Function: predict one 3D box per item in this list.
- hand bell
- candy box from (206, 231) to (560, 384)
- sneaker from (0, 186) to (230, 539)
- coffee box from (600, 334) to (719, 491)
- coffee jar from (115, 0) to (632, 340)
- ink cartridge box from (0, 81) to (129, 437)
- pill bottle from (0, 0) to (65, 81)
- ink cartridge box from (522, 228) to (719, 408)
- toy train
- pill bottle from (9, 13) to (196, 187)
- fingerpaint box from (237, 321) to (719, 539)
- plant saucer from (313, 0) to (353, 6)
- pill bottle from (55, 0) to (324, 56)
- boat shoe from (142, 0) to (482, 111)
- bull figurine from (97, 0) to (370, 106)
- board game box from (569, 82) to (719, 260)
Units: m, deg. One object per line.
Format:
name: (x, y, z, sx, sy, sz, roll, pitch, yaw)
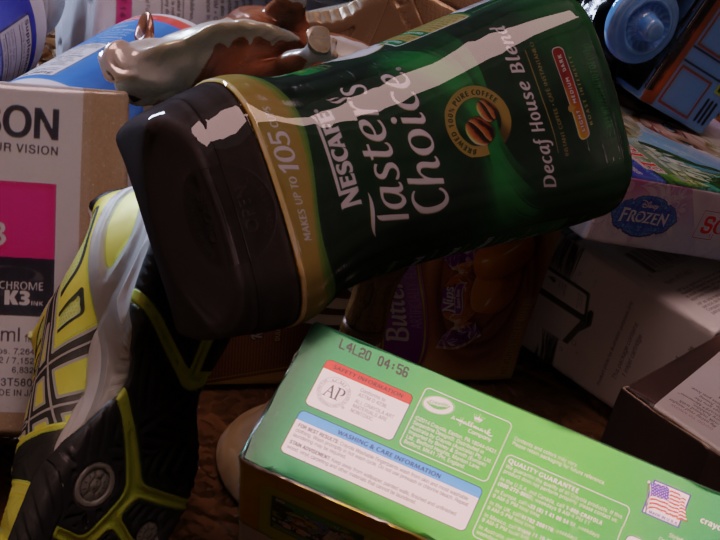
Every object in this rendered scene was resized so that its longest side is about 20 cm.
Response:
hand bell: (0.002, 0.021, 0.861, 0.104, 0.200, 0.104, 12, 32, -7)
candy box: (0.000, 0.000, 0.972, 0.200, 0.117, 0.056, 1, 33, -23)
sneaker: (-0.112, 0.057, 0.793, 0.076, 0.200, 0.075, 17, -9, 44)
coffee box: (0.199, 0.092, 0.928, 0.080, 0.113, 0.200, 36, 36, 27)
coffee jar: (0.006, -0.044, 0.743, 0.200, 0.104, 0.085, -20, 5, -23)
ink cartridge box: (-0.210, -0.006, 0.834, 0.200, 0.165, 0.075, 2, -5, -22)
pill bottle: (-0.254, -0.139, 1.070, 0.112, 0.112, 0.200, 22, 33, 8)
ink cartridge box: (0.153, -0.002, 1.075, 0.200, 0.084, 0.146, 36, 35, 30)
toy train: (0.191, -0.179, 1.009, 0.114, 0.200, 0.087, 23, 16, -37)
pill bottle: (-0.151, -0.061, 0.999, 0.112, 0.112, 0.200, 26, 34, 14)
fingerpaint box: (0.053, 0.123, 0.750, 0.200, 0.167, 0.073, 22, 60, 10)
plant saucer: (0.017, -0.178, 1.095, 0.200, 0.050, 0.200, 15, 12, -3)
pill bottle: (-0.086, -0.153, 1.169, 0.200, 0.113, 0.113, 2, 35, -22)
boat shoe: (-0.015, -0.108, 0.966, 0.200, 0.065, 0.072, -21, 81, 3)
bull figurine: (-0.022, -0.091, 0.878, 0.200, 0.121, 0.065, 19, 66, -22)
board game box: (0.144, -0.071, 1.025, 0.199, 0.041, 0.200, 7, 27, -40)
